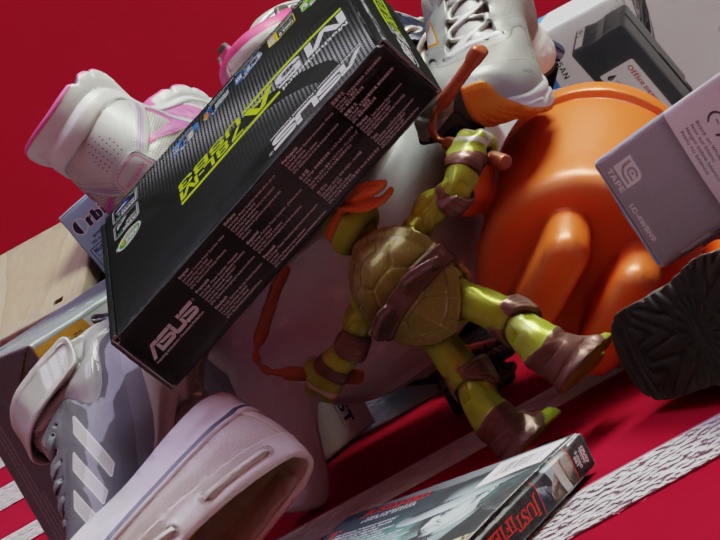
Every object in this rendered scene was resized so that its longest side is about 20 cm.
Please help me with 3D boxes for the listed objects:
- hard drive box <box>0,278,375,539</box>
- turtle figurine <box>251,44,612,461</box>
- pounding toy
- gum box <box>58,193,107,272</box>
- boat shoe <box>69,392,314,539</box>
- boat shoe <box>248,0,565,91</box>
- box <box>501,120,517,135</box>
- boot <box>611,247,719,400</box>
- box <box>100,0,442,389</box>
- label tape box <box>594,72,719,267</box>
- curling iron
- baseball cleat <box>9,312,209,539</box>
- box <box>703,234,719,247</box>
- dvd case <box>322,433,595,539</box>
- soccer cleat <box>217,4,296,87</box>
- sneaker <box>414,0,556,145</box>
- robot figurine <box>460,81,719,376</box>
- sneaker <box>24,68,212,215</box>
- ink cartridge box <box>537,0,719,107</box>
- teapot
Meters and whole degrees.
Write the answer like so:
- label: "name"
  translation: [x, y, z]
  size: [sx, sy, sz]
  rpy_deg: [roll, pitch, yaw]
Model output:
- label: "hard drive box"
  translation: [-0.108, 0.074, 1.488]
  size: [0.077, 0.156, 0.200]
  rpy_deg: [-22, 10, 45]
- label: "turtle figurine"
  translation: [0.040, 0.006, 1.242]
  size: [0.200, 0.161, 0.064]
  rpy_deg: [-54, -14, 15]
- label: "pounding toy"
  translation: [-0.145, 0.071, 1.678]
  size: [0.142, 0.200, 0.184]
  rpy_deg: [-28, 21, 11]
- label: "gum box"
  translation: [-0.092, 0.013, 1.672]
  size: [0.045, 0.200, 0.170]
  rpy_deg: [-38, 4, 18]
- label: "boat shoe"
  translation: [-0.096, 0.150, 1.224]
  size: [0.070, 0.071, 0.200]
  rpy_deg: [28, 66, 31]
- label: "boat shoe"
  translation: [0.034, -0.136, 1.630]
  size: [0.199, 0.075, 0.093]
  rpy_deg: [6, -8, -24]
- label: "box"
  translation: [0.043, -0.015, 1.619]
  size: [0.152, 0.107, 0.200]
  rpy_deg: [-29, -2, -6]
- label: "boot"
  translation: [0.227, -0.015, 1.174]
  size: [0.199, 0.073, 0.182]
  rpy_deg: [-25, 6, -24]
- label: "box"
  translation: [-0.052, -0.054, 1.316]
  size: [0.200, 0.047, 0.193]
  rpy_deg: [-47, 15, 10]
- label: "label tape box"
  translation: [0.224, -0.090, 1.198]
  size: [0.143, 0.066, 0.200]
  rpy_deg: [-29, -4, -45]
- label: "curling iron"
  translation: [0.048, 0.058, 1.508]
  size: [0.049, 0.026, 0.200]
  rpy_deg: [-33, 7, -12]
- label: "baseball cleat"
  translation: [-0.138, 0.113, 1.335]
  size: [0.106, 0.070, 0.201]
  rpy_deg: [1, 55, 21]
- label: "box"
  translation: [0.279, -0.086, 1.505]
  size: [0.200, 0.051, 0.158]
  rpy_deg: [-25, 9, 29]
- label: "dvd case"
  translation: [0.002, 0.139, 1.116]
  size: [0.146, 0.022, 0.200]
  rpy_deg: [-24, 9, 36]
- label: "soccer cleat"
  translation: [-0.033, -0.093, 1.525]
  size: [0.070, 0.086, 0.200]
  rpy_deg: [-33, -12, -3]
- label: "sneaker"
  translation: [0.057, -0.127, 1.358]
  size: [0.075, 0.092, 0.200]
  rpy_deg: [-15, 14, 8]
- label: "robot figurine"
  translation: [0.123, -0.024, 1.346]
  size: [0.143, 0.117, 0.200]
  rpy_deg: [-10, 26, 14]
- label: "sneaker"
  translation: [-0.114, -0.056, 1.524]
  size: [0.081, 0.088, 0.200]
  rpy_deg: [-54, -20, 15]
- label: "ink cartridge box"
  translation: [0.201, -0.128, 1.741]
  size: [0.199, 0.145, 0.084]
  rpy_deg: [-28, 8, 18]
- label: "teapot"
  translation: [0.000, 0.000, 1.433]
  size: [0.200, 0.146, 0.198]
  rpy_deg: [-36, 27, 11]
